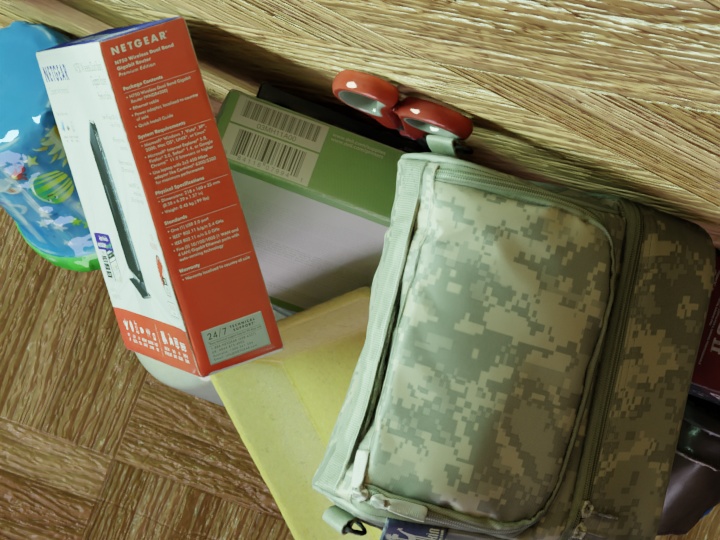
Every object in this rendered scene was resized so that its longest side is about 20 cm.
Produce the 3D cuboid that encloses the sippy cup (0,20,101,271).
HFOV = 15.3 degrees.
[{"bbox_3d":[-0.193,-0.087,1.698,0.177,0.141,0.130,-9,151,27],"label":"sippy cup"}]

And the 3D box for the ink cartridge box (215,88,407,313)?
[{"bbox_3d":[-0.021,-0.016,1.508,0.145,0.048,0.200,20,157,2],"label":"ink cartridge box"}]

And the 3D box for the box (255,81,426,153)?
[{"bbox_3d":[-0.007,-0.061,1.590,0.136,0.040,0.200,22,177,-3],"label":"box"}]

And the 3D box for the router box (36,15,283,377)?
[{"bbox_3d":[-0.112,-0.042,1.447,0.049,0.181,0.200,-19,-173,-14],"label":"router box"}]

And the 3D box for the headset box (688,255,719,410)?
[{"bbox_3d":[0.199,0.036,1.531,0.199,0.078,0.148,17,175,44],"label":"headset box"}]

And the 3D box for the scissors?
[{"bbox_3d":[0.019,-0.079,1.387,0.073,0.014,0.200,19,178,-1],"label":"scissors"}]

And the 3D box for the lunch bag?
[{"bbox_3d":[0.068,0.047,1.352,0.167,0.202,0.139,16,177,-35],"label":"lunch bag"}]

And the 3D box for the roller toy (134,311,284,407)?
[{"bbox_3d":[-0.074,0.012,1.970,0.139,0.184,0.199,23,177,-40],"label":"roller toy"}]

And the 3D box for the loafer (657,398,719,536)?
[{"bbox_3d":[0.190,0.124,1.570,0.073,0.072,0.200,21,167,-1],"label":"loafer"}]

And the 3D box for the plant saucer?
[{"bbox_3d":[0.016,0.107,1.535,0.200,0.048,0.201,-21,97,56],"label":"plant saucer"}]

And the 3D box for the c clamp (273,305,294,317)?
[{"bbox_3d":[0.000,0.000,1.676,0.199,0.027,0.171,25,151,-26],"label":"c clamp"}]
